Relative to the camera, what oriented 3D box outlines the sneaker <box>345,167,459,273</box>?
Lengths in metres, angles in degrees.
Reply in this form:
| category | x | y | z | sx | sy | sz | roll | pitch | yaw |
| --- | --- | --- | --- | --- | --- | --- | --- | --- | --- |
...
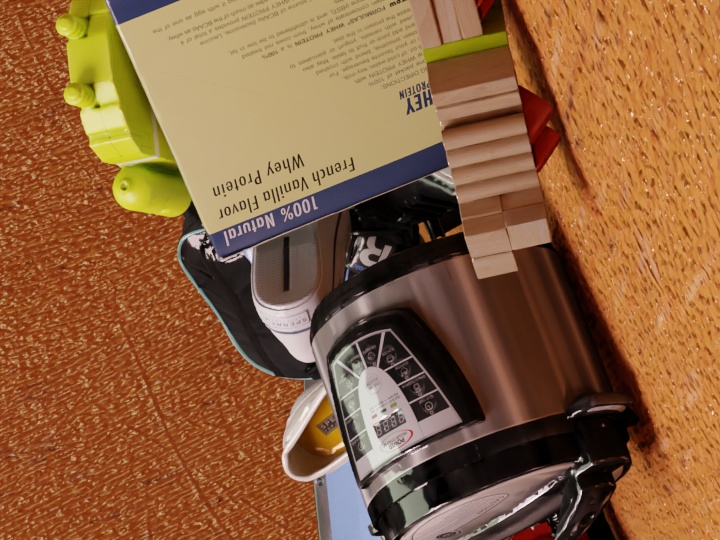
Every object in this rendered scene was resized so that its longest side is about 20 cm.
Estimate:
| category | x | y | z | sx | sy | sz | roll | pitch | yaw |
| --- | --- | --- | --- | --- | --- | --- | --- | --- | --- |
| sneaker | 0.032 | -0.041 | 1.646 | 0.200 | 0.073 | 0.112 | 33 | 109 | 59 |

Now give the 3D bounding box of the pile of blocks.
| category | x | y | z | sx | sy | sz | roll | pitch | yaw |
| --- | --- | --- | --- | --- | --- | --- | --- | --- | --- |
| pile of blocks | 0.071 | -0.097 | 1.308 | 0.082 | 0.062 | 0.200 | -86 | -17 | -68 |

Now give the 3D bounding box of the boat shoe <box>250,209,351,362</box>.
| category | x | y | z | sx | sy | sz | roll | pitch | yaw |
| --- | --- | --- | --- | --- | --- | --- | --- | --- | --- |
| boat shoe | -0.044 | -0.025 | 1.628 | 0.067 | 0.073 | 0.200 | 74 | -162 | -46 |

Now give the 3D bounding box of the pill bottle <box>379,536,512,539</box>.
| category | x | y | z | sx | sy | sz | roll | pitch | yaw |
| --- | --- | --- | --- | --- | --- | --- | --- | --- | --- |
| pill bottle | 0.062 | 0.147 | 1.689 | 0.200 | 0.116 | 0.117 | 93 | 154 | -72 |

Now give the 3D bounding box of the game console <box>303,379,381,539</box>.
| category | x | y | z | sx | sy | sz | roll | pitch | yaw |
| --- | --- | --- | --- | --- | --- | --- | --- | --- | --- |
| game console | 0.028 | 0.179 | 1.917 | 0.171 | 0.118 | 0.200 | -129 | 32 | -79 |

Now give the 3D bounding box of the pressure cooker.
| category | x | y | z | sx | sy | sz | roll | pitch | yaw |
| --- | --- | --- | --- | --- | --- | --- | --- | --- | --- |
| pressure cooker | 0.076 | 0.091 | 1.508 | 0.176 | 0.178 | 0.200 | 90 | 161 | -72 |

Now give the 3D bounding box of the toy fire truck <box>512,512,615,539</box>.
| category | x | y | z | sx | sy | sz | roll | pitch | yaw |
| --- | --- | --- | --- | --- | --- | --- | --- | --- | --- |
| toy fire truck | 0.182 | 0.272 | 1.859 | 0.200 | 0.128 | 0.176 | -97 | -14 | -61 |

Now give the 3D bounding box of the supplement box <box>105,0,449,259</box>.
| category | x | y | z | sx | sy | sz | roll | pitch | yaw |
| --- | --- | --- | --- | --- | --- | --- | --- | --- | --- |
| supplement box | -0.043 | -0.152 | 1.540 | 0.134 | 0.200 | 0.200 | -111 | -1 | -58 |

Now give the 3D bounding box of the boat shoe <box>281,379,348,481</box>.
| category | x | y | z | sx | sy | sz | roll | pitch | yaw |
| --- | --- | --- | --- | --- | --- | --- | --- | --- | --- |
| boat shoe | 0.011 | 0.081 | 1.702 | 0.071 | 0.200 | 0.070 | 41 | -148 | -12 |

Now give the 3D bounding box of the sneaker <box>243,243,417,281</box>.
| category | x | y | z | sx | sy | sz | roll | pitch | yaw |
| --- | --- | --- | --- | --- | --- | --- | --- | --- | --- |
| sneaker | 0.000 | 0.000 | 1.740 | 0.200 | 0.078 | 0.070 | 38 | -155 | -9 |

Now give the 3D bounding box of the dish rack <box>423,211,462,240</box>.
| category | x | y | z | sx | sy | sz | roll | pitch | yaw |
| --- | --- | --- | --- | --- | --- | --- | --- | --- | --- |
| dish rack | 0.039 | -0.113 | 1.868 | 0.200 | 0.054 | 0.154 | -122 | 10 | -78 |

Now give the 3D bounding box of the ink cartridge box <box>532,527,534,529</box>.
| category | x | y | z | sx | sy | sz | roll | pitch | yaw |
| --- | --- | --- | --- | --- | --- | --- | --- | --- | --- |
| ink cartridge box | 0.119 | 0.086 | 1.813 | 0.117 | 0.067 | 0.200 | 85 | 163 | -79 |

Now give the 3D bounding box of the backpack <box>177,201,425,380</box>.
| category | x | y | z | sx | sy | sz | roll | pitch | yaw |
| --- | --- | --- | --- | --- | --- | --- | --- | --- | --- |
| backpack | -0.036 | -0.014 | 1.885 | 0.153 | 0.176 | 0.200 | -87 | -21 | -49 |

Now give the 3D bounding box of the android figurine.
| category | x | y | z | sx | sy | sz | roll | pitch | yaw |
| --- | --- | --- | --- | --- | --- | --- | --- | --- | --- |
| android figurine | -0.149 | -0.129 | 1.635 | 0.200 | 0.041 | 0.182 | 6 | -105 | -69 |
